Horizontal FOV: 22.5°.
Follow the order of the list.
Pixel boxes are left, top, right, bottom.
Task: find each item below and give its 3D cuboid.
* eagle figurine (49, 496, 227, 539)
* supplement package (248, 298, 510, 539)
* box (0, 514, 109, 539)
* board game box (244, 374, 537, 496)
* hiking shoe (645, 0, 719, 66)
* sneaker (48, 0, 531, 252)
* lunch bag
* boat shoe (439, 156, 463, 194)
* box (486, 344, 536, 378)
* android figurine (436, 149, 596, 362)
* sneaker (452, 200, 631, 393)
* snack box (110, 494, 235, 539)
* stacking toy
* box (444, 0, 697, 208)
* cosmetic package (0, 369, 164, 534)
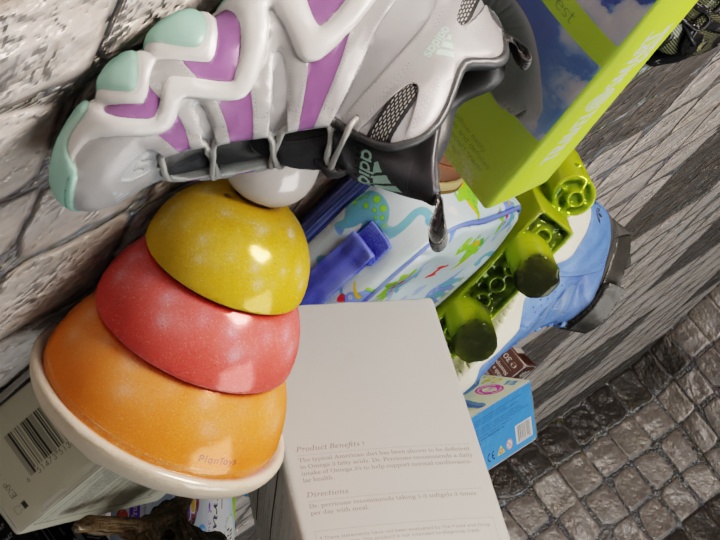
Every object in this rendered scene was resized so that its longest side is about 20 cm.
[{"bbox_3d":[-0.160,0.231,1.136,0.151,0.151,0.200,20,106,-26],"label":"eagle figurine"},{"bbox_3d":[0.001,0.126,1.051,0.117,0.200,0.118,-3,133,-12],"label":"supplement package"},{"bbox_3d":[-0.246,0.256,1.332,0.132,0.115,0.200,-37,166,1],"label":"box"},{"bbox_3d":[0.014,0.141,1.542,0.195,0.056,0.200,5,-160,38],"label":"board game box"},{"bbox_3d":[0.231,-0.182,1.183,0.101,0.076,0.200,-38,170,-18],"label":"hiking shoe"},{"bbox_3d":[-0.019,-0.055,0.750,0.200,0.140,0.078,-38,169,-3],"label":"sneaker"},{"bbox_3d":[0.000,0.000,1.169,0.200,0.083,0.161,-44,168,25],"label":"lunch bag"},{"bbox_3d":[0.058,-0.096,1.021,0.068,0.072,0.200,-50,171,26],"label":"boat shoe"},{"bbox_3d":[0.062,0.118,1.771,0.200,0.100,0.075,-41,168,9],"label":"box"},{"bbox_3d":[0.088,-0.015,1.266,0.182,0.041,0.200,-48,-161,15],"label":"android figurine"},{"bbox_3d":[0.124,0.034,1.348,0.111,0.077,0.200,30,99,-42],"label":"sneaker"},{"bbox_3d":[-0.133,0.210,1.300,0.053,0.201,0.142,4,-173,12],"label":"snack box"},{"bbox_3d":[-0.070,0.004,0.934,0.146,0.146,0.200,-17,140,-61],"label":"stacking toy"},{"bbox_3d":[0.078,-0.130,0.801,0.048,0.122,0.200,-27,164,-36],"label":"box"},{"bbox_3d":[-0.148,0.094,1.106,0.105,0.071,0.200,-40,168,11],"label":"cosmetic package"}]
